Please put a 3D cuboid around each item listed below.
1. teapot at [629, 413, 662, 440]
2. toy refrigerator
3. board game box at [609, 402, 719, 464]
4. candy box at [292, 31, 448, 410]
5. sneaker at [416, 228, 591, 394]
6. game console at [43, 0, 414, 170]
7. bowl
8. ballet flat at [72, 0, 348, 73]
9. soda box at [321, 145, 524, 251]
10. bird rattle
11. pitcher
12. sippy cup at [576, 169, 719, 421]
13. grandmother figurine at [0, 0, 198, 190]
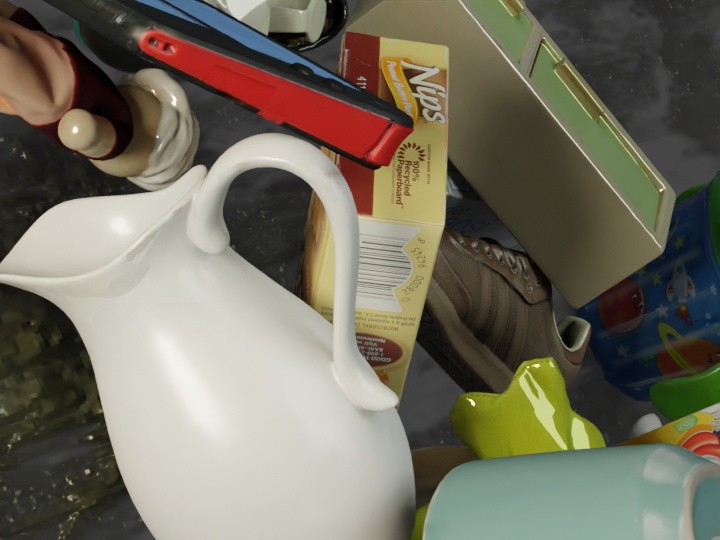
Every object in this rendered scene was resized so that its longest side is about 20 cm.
[{"bbox_3d":[0.211,0.197,1.557,0.198,0.146,0.200,53,44,-11],"label":"teapot"},{"bbox_3d":[0.085,-0.085,1.480,0.200,0.070,0.076,49,26,-13],"label":"toy refrigerator"},{"bbox_3d":[0.166,0.153,1.447,0.034,0.200,0.135,-4,71,-53],"label":"board game box"},{"bbox_3d":[0.000,0.000,1.302,0.200,0.055,0.116,104,-7,-48],"label":"candy box"},{"bbox_3d":[0.058,0.007,1.488,0.076,0.070,0.200,-52,136,-12],"label":"sneaker"},{"bbox_3d":[-0.086,-0.108,1.184,0.177,0.031,0.200,24,5,-47],"label":"game console"},{"bbox_3d":[0.125,0.153,1.159,0.201,0.105,0.201,43,31,-35],"label":"bowl"},{"bbox_3d":[-0.066,-0.135,1.391,0.200,0.068,0.068,-17,114,-62],"label":"ballet flat"},{"bbox_3d":[0.062,-0.049,1.566,0.200,0.068,0.064,6,61,-60],"label":"soda box"},{"bbox_3d":[0.088,0.128,1.372,0.200,0.163,0.113,38,61,-43],"label":"bird rattle"},{"bbox_3d":[-0.042,0.045,1.195,0.200,0.171,0.121,57,36,-15],"label":"pitcher"},{"bbox_3d":[0.210,0.017,1.709,0.178,0.130,0.140,-12,80,-62],"label":"sippy cup"},{"bbox_3d":[-0.145,-0.084,1.216,0.200,0.061,0.122,27,28,-50],"label":"grandmother figurine"}]
